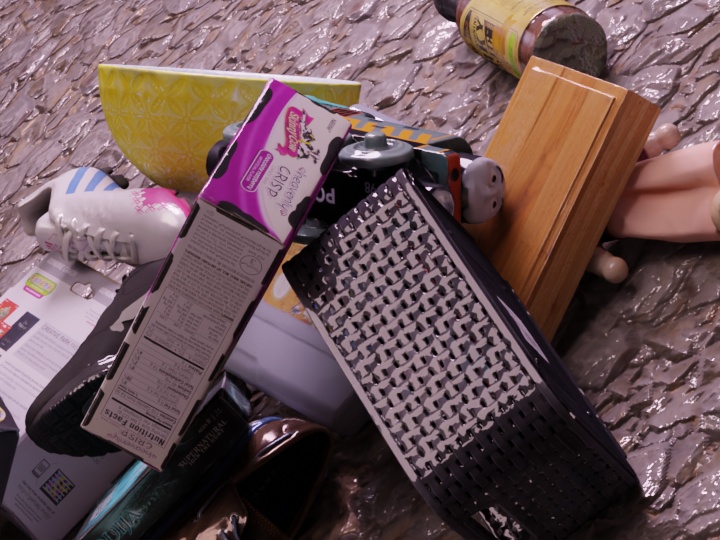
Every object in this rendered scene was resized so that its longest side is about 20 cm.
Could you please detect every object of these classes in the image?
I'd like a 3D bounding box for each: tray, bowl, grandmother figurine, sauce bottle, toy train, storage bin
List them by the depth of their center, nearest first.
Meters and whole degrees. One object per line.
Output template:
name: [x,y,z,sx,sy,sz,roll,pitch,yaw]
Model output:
storage bin: [0.056,0.057,1.461,0.094,0.135,0.200,-38,54,6]
tray: [0.102,-0.027,1.604,0.098,0.037,0.201,26,91,52]
grandmother figurine: [0.165,-0.046,1.611,0.199,0.061,0.121,-6,36,44]
toy train: [-0.003,-0.059,1.616,0.199,0.086,0.114,13,23,43]
sauce bottle: [0.109,-0.176,1.855,0.065,0.065,0.200,-44,27,-3]
bowl: [-0.101,-0.094,1.929,0.200,0.199,0.109,12,98,56]

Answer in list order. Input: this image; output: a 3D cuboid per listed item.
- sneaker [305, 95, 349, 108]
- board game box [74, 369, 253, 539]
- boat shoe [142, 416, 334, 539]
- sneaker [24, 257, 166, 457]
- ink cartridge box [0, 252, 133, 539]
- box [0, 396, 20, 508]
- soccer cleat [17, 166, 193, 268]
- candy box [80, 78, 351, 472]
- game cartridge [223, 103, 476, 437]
sneaker: [-0.034,-0.034,1.820,0.084,0.120,0.201,56,137,45]
board game box: [-0.126,0.127,1.676,0.135,0.028,0.200,-46,4,1]
boat shoe: [-0.082,0.166,1.603,0.072,0.072,0.201,-18,35,50]
sneaker: [-0.148,0.048,1.763,0.199,0.076,0.091,-37,44,-3]
ink cartridge box: [-0.226,0.089,1.885,0.176,0.084,0.200,-46,29,-11]
box: [-0.299,0.154,1.789,0.160,0.044,0.201,48,127,52]
soccer cleat: [-0.184,-0.026,1.888,0.086,0.070,0.200,-21,21,-25]
candy box: [-0.085,0.004,1.531,0.201,0.061,0.137,-59,3,38]
game cartridge: [0.000,0.000,1.691,0.133,0.041,0.201,25,87,44]
